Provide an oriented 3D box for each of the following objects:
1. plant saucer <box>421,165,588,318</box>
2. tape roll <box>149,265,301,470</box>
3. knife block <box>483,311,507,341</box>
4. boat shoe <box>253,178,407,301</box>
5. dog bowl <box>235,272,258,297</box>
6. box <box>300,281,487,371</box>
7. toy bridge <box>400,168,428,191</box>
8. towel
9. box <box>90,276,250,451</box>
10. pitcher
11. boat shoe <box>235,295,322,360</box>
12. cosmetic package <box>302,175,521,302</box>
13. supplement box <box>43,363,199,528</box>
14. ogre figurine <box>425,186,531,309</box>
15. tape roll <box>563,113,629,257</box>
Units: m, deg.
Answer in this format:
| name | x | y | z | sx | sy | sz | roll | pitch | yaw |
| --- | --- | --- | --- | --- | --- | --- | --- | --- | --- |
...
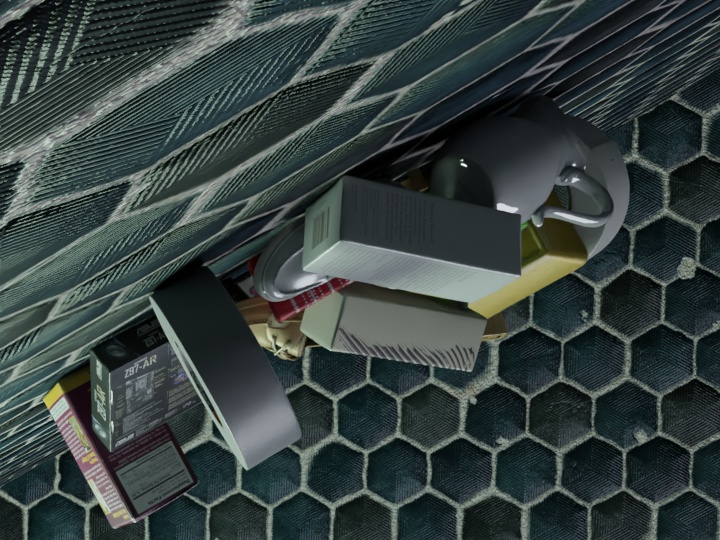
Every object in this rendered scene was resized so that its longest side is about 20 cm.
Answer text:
| name | x | y | z | sx | sy | sz | roll | pitch | yaw |
| --- | --- | --- | --- | --- | --- | --- | --- | --- | --- |
| plant saucer | 0.144 | -0.051 | 1.607 | 0.199 | 0.201 | 0.048 | -31 | 172 | 23 |
| tape roll | -0.136 | 0.097 | 1.326 | 0.066 | 0.201 | 0.200 | -29 | 177 | -11 |
| knife block | 0.121 | -0.022 | 1.714 | 0.064 | 0.177 | 0.200 | -6 | -154 | -29 |
| boat shoe | -0.019 | -0.027 | 1.390 | 0.199 | 0.072 | 0.068 | -29 | -152 | -24 |
| dog bowl | -0.141 | 0.049 | 1.751 | 0.199 | 0.074 | 0.200 | -30 | 178 | -1 |
| box | 0.039 | 0.060 | 1.493 | 0.199 | 0.069 | 0.082 | 11 | -170 | -32 |
| toy bridge | -0.009 | -0.062 | 1.590 | 0.199 | 0.027 | 0.067 | -30 | 179 | 6 |
| towel | -0.025 | -0.025 | 1.467 | 0.199 | 0.023 | 0.145 | -30 | -150 | -2 |
| box | -0.226 | 0.113 | 1.582 | 0.199 | 0.044 | 0.161 | -29 | 148 | -30 |
| pitcher | 0.181 | -0.097 | 1.442 | 0.200 | 0.172 | 0.121 | -28 | 159 | -47 |
| boat shoe | -0.082 | 0.067 | 1.531 | 0.199 | 0.065 | 0.071 | -10 | 154 | -6 |
| cosmetic package | 0.052 | -0.029 | 1.326 | 0.199 | 0.072 | 0.101 | 12 | 159 | -23 |
| supplement box | -0.309 | 0.217 | 1.699 | 0.103 | 0.201 | 0.131 | -28 | 178 | -27 |
| ogre figurine | 0.118 | -0.048 | 1.526 | 0.200 | 0.120 | 0.098 | -56 | -171 | -34 |
| tape roll | 0.230 | -0.095 | 1.674 | 0.202 | 0.203 | 0.139 | -31 | 177 | 23 |
